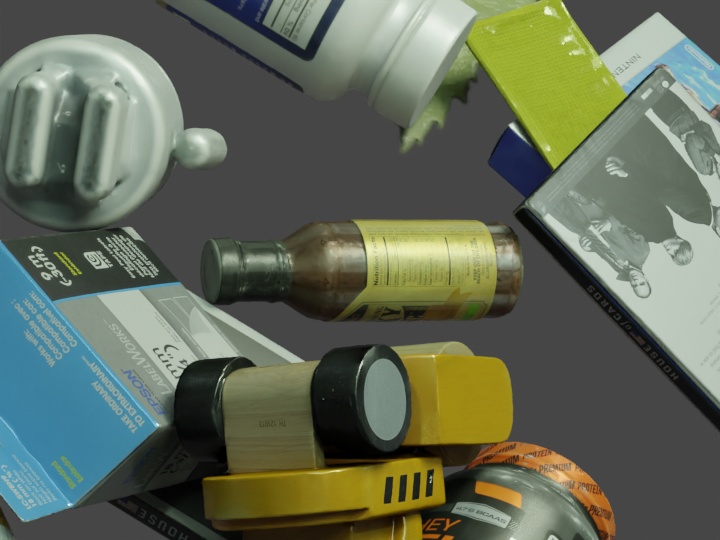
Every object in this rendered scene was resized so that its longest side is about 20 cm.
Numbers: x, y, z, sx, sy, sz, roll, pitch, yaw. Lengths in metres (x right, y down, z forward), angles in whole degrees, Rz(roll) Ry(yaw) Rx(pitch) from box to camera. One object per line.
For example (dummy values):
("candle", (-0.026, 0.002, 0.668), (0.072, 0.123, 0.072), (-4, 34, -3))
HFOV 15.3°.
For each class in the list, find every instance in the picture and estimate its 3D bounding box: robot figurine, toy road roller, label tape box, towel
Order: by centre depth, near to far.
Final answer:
("toy road roller", (-0.007, 0.116, 1.450), (0.200, 0.122, 0.147), (0, 85, -60))
("label tape box", (-0.152, 0.052, 1.463), (0.144, 0.063, 0.200), (48, 23, 17))
("robot figurine", (-0.164, -0.083, 1.586), (0.169, 0.114, 0.200), (13, 5, -1))
("towel", (0.149, -0.096, 1.759), (0.086, 0.018, 0.200), (-19, 63, -30))

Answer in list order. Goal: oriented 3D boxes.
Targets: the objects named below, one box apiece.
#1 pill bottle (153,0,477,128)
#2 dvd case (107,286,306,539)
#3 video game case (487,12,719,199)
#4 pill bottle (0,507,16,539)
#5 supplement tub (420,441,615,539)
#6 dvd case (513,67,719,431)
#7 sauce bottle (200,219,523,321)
("pill bottle", (-0.031, -0.181, 1.744), (0.199, 0.120, 0.120), (32, 49, 3))
("dvd case", (-0.109, 0.082, 1.570), (0.199, 0.025, 0.151), (30, 49, 3))
("video game case", (0.216, -0.062, 1.800), (0.200, 0.046, 0.181), (42, 51, 12))
("pill bottle", (-0.247, 0.136, 1.414), (0.112, 0.113, 0.201), (-13, 60, -30))
("supplement tub", (0.060, 0.195, 1.485), (0.122, 0.123, 0.200), (32, 48, 5))
("dvd case", (0.213, -0.012, 1.694), (0.200, 0.025, 0.150), (47, 61, -1))
("sauce bottle", (0.000, 0.000, 1.653), (0.199, 0.065, 0.065), (0, 54, -20))
